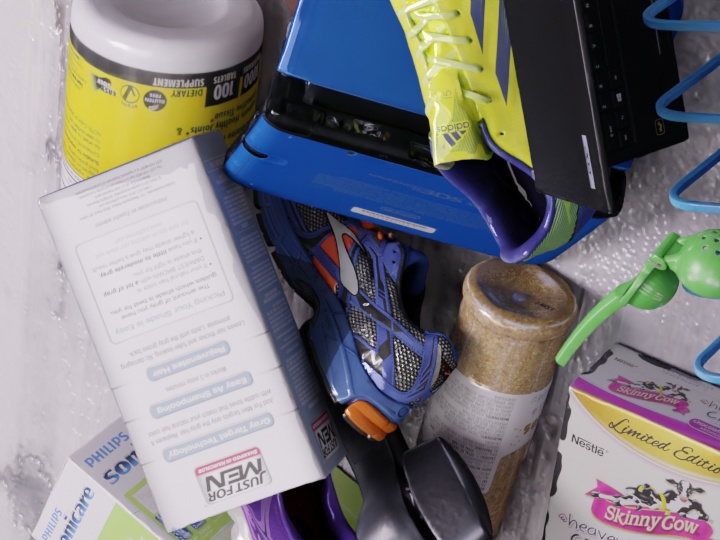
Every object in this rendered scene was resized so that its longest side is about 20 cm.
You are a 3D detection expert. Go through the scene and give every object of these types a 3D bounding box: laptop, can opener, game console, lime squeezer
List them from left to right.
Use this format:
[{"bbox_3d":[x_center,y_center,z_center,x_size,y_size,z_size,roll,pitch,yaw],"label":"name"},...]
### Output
[{"bbox_3d":[0.014,0.107,1.359,0.200,0.078,0.063,59,-178,41],"label":"can opener"},{"bbox_3d":[0.046,-0.098,1.252,0.199,0.119,0.171,16,161,-13],"label":"game console"},{"bbox_3d":[0.121,-0.131,1.100,0.103,0.200,0.178,-2,102,43],"label":"laptop"},{"bbox_3d":[0.159,0.011,1.120,0.200,0.038,0.071,-6,140,44],"label":"lime squeezer"}]

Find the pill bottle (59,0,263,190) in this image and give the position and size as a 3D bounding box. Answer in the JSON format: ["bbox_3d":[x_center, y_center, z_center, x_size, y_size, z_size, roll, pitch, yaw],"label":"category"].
[{"bbox_3d":[-0.121,-0.072,1.389,0.112,0.112,0.201,24,126,23],"label":"pill bottle"}]

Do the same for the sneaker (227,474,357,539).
[{"bbox_3d":[-0.056,0.099,1.380,0.200,0.081,0.083,57,142,-2],"label":"sneaker"}]

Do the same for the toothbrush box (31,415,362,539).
[{"bbox_3d":[-0.080,0.171,1.469,0.200,0.146,0.086,39,131,13],"label":"toothbrush box"}]

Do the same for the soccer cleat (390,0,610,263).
[{"bbox_3d":[0.054,-0.095,1.154,0.065,0.084,0.201,-10,117,51],"label":"soccer cleat"}]

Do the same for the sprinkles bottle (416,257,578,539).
[{"bbox_3d":[0.069,0.089,1.369,0.068,0.068,0.201,30,128,19],"label":"sprinkles bottle"}]

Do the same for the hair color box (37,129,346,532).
[{"bbox_3d":[-0.093,0.033,1.305,0.099,0.061,0.201,-20,93,14],"label":"hair color box"}]

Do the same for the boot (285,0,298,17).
[{"bbox_3d":[-0.022,-0.166,1.315,0.166,0.072,0.200,43,138,28],"label":"boot"}]

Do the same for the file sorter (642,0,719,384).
[{"bbox_3d":[0.225,-0.052,1.136,0.122,0.139,0.201,6,117,36],"label":"file sorter"}]

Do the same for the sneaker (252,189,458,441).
[{"bbox_3d":[0.000,0.000,1.347,0.078,0.075,0.201,-27,65,8],"label":"sneaker"}]

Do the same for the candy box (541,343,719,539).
[{"bbox_3d":[0.175,0.159,1.337,0.136,0.061,0.201,23,125,25],"label":"candy box"}]
